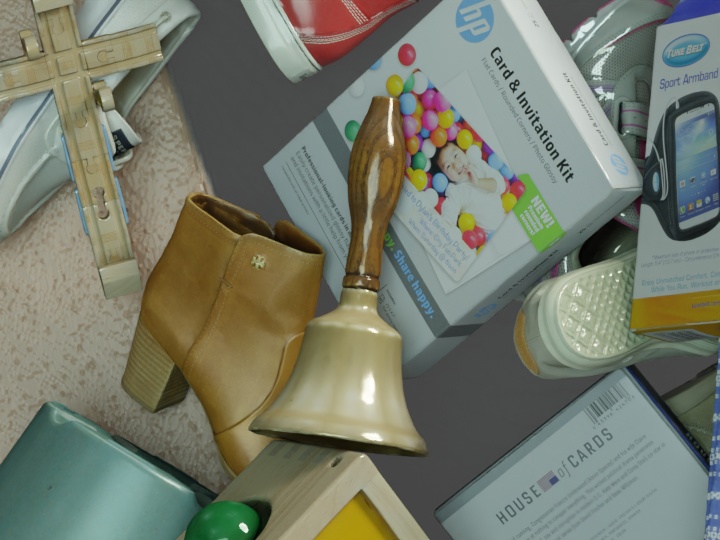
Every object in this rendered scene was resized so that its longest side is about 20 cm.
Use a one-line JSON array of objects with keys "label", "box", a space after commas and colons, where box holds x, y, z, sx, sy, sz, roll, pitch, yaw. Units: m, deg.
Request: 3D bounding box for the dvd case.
[{"label": "dvd case", "box": [0.160, 0.173, 1.711, 0.150, 0.025, 0.200, -40, 87, 19]}]

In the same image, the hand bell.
[{"label": "hand bell", "box": [0.000, 0.000, 1.694, 0.104, 0.104, 0.201, 6, 83, 9]}]

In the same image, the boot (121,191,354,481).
[{"label": "boot", "box": [-0.045, 0.053, 1.754, 0.201, 0.071, 0.144, 32, 117, 15]}]

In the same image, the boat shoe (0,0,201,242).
[{"label": "boat shoe", "box": [-0.166, -0.090, 1.792, 0.070, 0.071, 0.200, 34, 89, 10]}]

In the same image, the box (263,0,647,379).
[{"label": "box", "box": [0.051, -0.054, 1.715, 0.200, 0.041, 0.156, -40, 70, 31]}]

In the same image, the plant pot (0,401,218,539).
[{"label": "plant pot", "box": [-0.170, 0.195, 1.742, 0.200, 0.200, 0.197, 29, 88, 8]}]

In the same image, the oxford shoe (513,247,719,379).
[{"label": "oxford shoe", "box": [0.160, 0.021, 1.685, 0.058, 0.200, 0.075, -25, 80, 47]}]

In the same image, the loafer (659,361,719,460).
[{"label": "loafer", "box": [0.215, 0.088, 1.732, 0.200, 0.076, 0.068, -29, 88, 18]}]

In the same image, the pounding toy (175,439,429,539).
[{"label": "pounding toy", "box": [-0.041, 0.200, 1.633, 0.184, 0.142, 0.200, -45, 114, -22]}]

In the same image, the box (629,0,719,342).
[{"label": "box", "box": [0.208, -0.065, 1.616, 0.119, 0.041, 0.201, -8, 70, 50]}]

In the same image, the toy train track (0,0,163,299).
[{"label": "toy train track", "box": [-0.162, -0.078, 1.751, 0.114, 0.033, 0.201, -15, 106, -9]}]

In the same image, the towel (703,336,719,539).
[{"label": "towel", "box": [0.260, 0.071, 1.600, 0.144, 0.024, 0.201, 2, 79, 26]}]

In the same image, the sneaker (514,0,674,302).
[{"label": "sneaker", "box": [0.146, -0.062, 1.722, 0.088, 0.081, 0.201, 29, 104, 37]}]

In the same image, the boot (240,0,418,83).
[{"label": "boot", "box": [-0.031, -0.233, 1.767, 0.144, 0.072, 0.200, -32, 94, 8]}]
